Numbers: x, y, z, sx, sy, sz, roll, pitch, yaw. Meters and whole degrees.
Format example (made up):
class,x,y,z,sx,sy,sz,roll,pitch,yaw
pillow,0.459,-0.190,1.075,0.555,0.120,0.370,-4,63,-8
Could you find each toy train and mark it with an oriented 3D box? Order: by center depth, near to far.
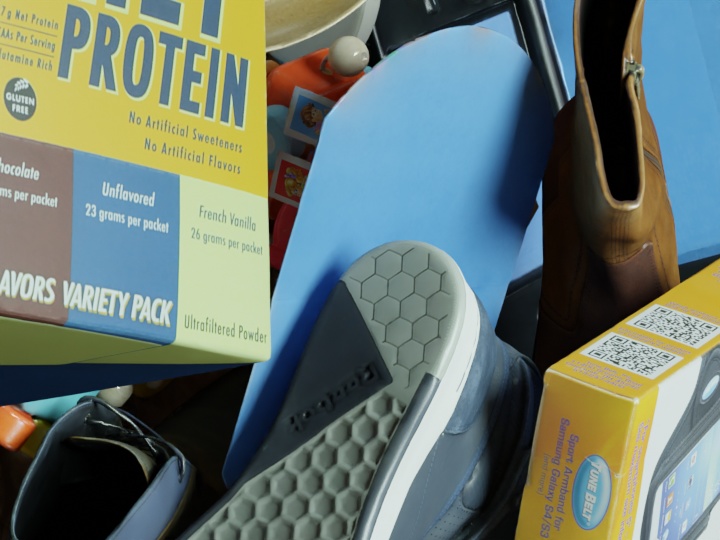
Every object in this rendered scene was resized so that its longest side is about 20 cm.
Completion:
class,x,y,z,sx,sy,sz,roll,pitch,yaw
toy train,-0.077,-0.015,1.047,0.200,0.056,0.151,-32,152,-48

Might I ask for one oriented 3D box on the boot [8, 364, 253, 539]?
class,x,y,z,sx,sy,sz,roll,pitch,yaw
boot,-0.067,0.078,1.029,0.200,0.074,0.097,-51,162,-38

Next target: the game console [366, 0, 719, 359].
class,x,y,z,sx,sy,sz,roll,pitch,yaw
game console,0.105,-0.066,1.278,0.176,0.116,0.201,-27,103,-51

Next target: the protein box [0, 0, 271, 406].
class,x,y,z,sx,sy,sz,roll,pitch,yaw
protein box,-0.143,-0.066,0.900,0.135,0.198,0.201,12,73,-49

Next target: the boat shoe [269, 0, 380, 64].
class,x,y,z,sx,sy,sz,roll,pitch,yaw
boat shoe,-0.019,-0.187,1.185,0.093,0.074,0.201,-28,110,-62

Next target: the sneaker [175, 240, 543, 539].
class,x,y,z,sx,sy,sz,roll,pitch,yaw
sneaker,0.002,0.107,1.026,0.203,0.077,0.146,-57,149,-9

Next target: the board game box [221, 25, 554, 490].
class,x,y,z,sx,sy,sz,roll,pitch,yaw
board game box,0.000,0.000,1.061,0.158,0.039,0.201,-5,116,-56

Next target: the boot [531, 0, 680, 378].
class,x,y,z,sx,sy,sz,roll,pitch,yaw
boot,0.105,-0.002,1.117,0.200,0.068,0.189,89,5,-74

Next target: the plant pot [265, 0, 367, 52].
class,x,y,z,sx,sy,sz,roll,pitch,yaw
plant pot,-0.061,-0.181,1.098,0.199,0.027,0.201,-1,92,-18

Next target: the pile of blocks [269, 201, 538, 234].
class,x,y,z,sx,sy,sz,roll,pitch,yaw
pile of blocks,-0.017,-0.039,1.178,0.199,0.082,0.062,17,111,-39

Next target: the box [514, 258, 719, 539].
class,x,y,z,sx,sy,sz,roll,pitch,yaw
box,0.117,0.068,1.075,0.200,0.041,0.120,-25,129,-55
